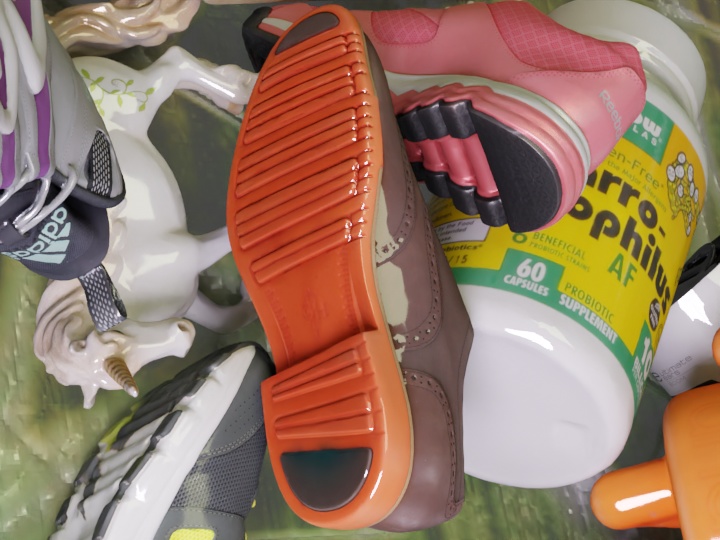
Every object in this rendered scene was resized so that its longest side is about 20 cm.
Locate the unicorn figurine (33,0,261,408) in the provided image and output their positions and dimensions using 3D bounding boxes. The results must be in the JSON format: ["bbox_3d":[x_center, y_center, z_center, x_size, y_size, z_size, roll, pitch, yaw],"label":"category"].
[{"bbox_3d":[-0.081,-0.021,0.795,0.137,0.074,0.201,-10,56,-35],"label":"unicorn figurine"}]

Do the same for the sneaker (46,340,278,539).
[{"bbox_3d":[-0.071,0.119,0.729,0.084,0.074,0.201,37,61,-18],"label":"sneaker"}]

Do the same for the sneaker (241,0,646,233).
[{"bbox_3d":[0.034,-0.075,0.826,0.087,0.200,0.074,-40,130,-25],"label":"sneaker"}]

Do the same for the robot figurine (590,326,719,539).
[{"bbox_3d":[0.196,0.093,0.819,0.144,0.199,0.117,-93,164,-47],"label":"robot figurine"}]

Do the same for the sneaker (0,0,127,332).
[{"bbox_3d":[-0.118,-0.025,0.657,0.201,0.077,0.140,-85,150,-53],"label":"sneaker"}]

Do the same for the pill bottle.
[{"bbox_3d":[0.084,-0.019,0.862,0.112,0.113,0.201,35,52,-13],"label":"pill bottle"}]

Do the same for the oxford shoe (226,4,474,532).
[{"bbox_3d":[0.000,0.000,0.756,0.072,0.071,0.201,16,64,-47],"label":"oxford shoe"}]

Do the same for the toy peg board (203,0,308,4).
[{"bbox_3d":[0.014,-0.224,0.867,0.199,0.201,0.098,-11,50,-49],"label":"toy peg board"}]

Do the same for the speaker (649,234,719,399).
[{"bbox_3d":[0.208,0.075,0.914,0.200,0.081,0.081,49,51,-2],"label":"speaker"}]
